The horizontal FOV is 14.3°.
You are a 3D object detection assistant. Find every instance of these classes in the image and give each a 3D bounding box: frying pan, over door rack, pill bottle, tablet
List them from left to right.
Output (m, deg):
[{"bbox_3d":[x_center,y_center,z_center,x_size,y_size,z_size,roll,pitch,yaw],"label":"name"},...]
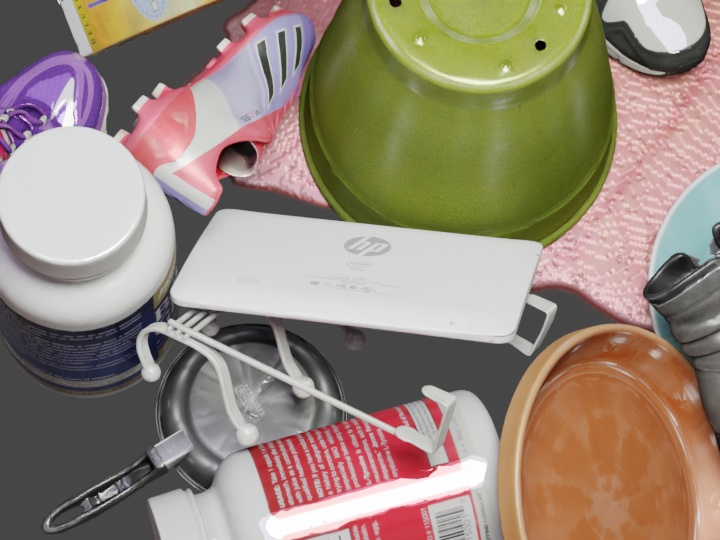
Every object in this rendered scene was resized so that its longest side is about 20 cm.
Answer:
[{"bbox_3d":[-0.160,-0.007,1.650,0.111,0.200,0.112,1,70,-2],"label":"pill bottle"},{"bbox_3d":[-0.102,0.087,1.712,0.189,0.031,0.115,-7,69,-8],"label":"frying pan"},{"bbox_3d":[-0.015,0.145,1.647,0.199,0.112,0.113,-14,71,-7],"label":"pill bottle"},{"bbox_3d":[-0.009,0.050,1.656,0.199,0.067,0.148,14,29,23],"label":"over door rack"},{"bbox_3d":[0.000,0.000,1.670,0.199,0.014,0.130,7,26,9],"label":"tablet"}]

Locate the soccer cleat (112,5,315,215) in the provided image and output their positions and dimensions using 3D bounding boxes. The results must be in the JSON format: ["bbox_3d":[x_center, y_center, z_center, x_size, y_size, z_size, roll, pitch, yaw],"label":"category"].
[{"bbox_3d":[-0.073,-0.095,1.726,0.076,0.067,0.200,43,37,5],"label":"soccer cleat"}]

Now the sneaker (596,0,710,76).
[{"bbox_3d":[0.157,-0.213,1.803,0.074,0.080,0.200,-26,74,-13],"label":"sneaker"}]

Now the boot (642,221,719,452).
[{"bbox_3d":[0.273,0.016,1.672,0.199,0.070,0.132,-27,104,-14],"label":"boot"}]

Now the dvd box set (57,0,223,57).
[{"bbox_3d":[-0.114,-0.229,1.738,0.199,0.029,0.147,-19,92,33],"label":"dvd box set"}]

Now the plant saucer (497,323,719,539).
[{"bbox_3d":[0.147,0.132,1.645,0.200,0.032,0.201,12,72,-42],"label":"plant saucer"}]

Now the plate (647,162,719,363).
[{"bbox_3d":[0.272,0.018,1.751,0.199,0.026,0.201,1,69,-2],"label":"plate"}]

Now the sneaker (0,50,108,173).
[{"bbox_3d":[-0.222,-0.066,1.724,0.081,0.083,0.200,39,60,8],"label":"sneaker"}]

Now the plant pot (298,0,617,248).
[{"bbox_3d":[0.065,-0.128,1.707,0.199,0.193,0.201,1,70,-2],"label":"plant pot"}]
